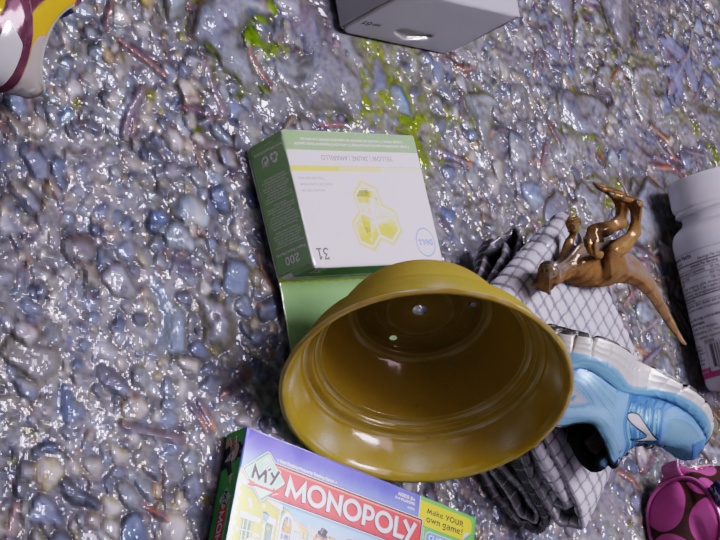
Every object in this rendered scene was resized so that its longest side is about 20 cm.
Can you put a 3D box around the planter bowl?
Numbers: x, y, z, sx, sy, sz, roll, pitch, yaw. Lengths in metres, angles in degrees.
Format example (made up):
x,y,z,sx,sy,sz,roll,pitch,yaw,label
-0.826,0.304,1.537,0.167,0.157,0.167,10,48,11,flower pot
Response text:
x,y,z,sx,sy,sz,roll,pitch,yaw,label
0.042,0.053,1.040,0.200,0.200,0.084,34,34,-32,planter bowl

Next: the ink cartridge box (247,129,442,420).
x,y,z,sx,sy,sz,roll,pitch,yaw,label
0.000,0.000,1.111,0.145,0.048,0.202,-2,75,-47,ink cartridge box

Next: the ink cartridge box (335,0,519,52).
x,y,z,sx,sy,sz,roll,pitch,yaw,label
0.042,-0.292,1.234,0.144,0.084,0.202,1,76,-46,ink cartridge box

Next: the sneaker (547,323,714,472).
x,y,z,sx,sy,sz,roll,pitch,yaw,label
0.190,0.111,1.142,0.199,0.078,0.091,27,82,-39,sneaker

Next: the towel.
x,y,z,sx,sy,sz,roll,pitch,yaw,label
0.136,0.080,1.188,0.166,0.085,0.201,-51,120,-42,towel

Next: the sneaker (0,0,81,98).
x,y,z,sx,sy,sz,roll,pitch,yaw,label
-0.216,-0.205,0.953,0.090,0.075,0.202,33,60,-43,sneaker

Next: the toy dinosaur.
x,y,z,sx,sy,sz,roll,pitch,yaw,label
0.194,-0.009,1.179,0.199,0.060,0.107,8,103,-44,toy dinosaur

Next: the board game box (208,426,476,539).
x,y,z,sx,sy,sz,roll,pitch,yaw,label
-0.012,0.202,1.014,0.199,0.029,0.136,25,59,-28,board game box

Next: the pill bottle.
x,y,z,sx,sy,sz,roll,pitch,yaw,label
0.360,0.006,1.430,0.113,0.113,0.202,-3,78,-46,pill bottle

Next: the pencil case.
x,y,z,sx,sy,sz,roll,pitch,yaw,label
0.341,0.214,1.358,0.199,0.091,0.094,6,58,-47,pencil case
